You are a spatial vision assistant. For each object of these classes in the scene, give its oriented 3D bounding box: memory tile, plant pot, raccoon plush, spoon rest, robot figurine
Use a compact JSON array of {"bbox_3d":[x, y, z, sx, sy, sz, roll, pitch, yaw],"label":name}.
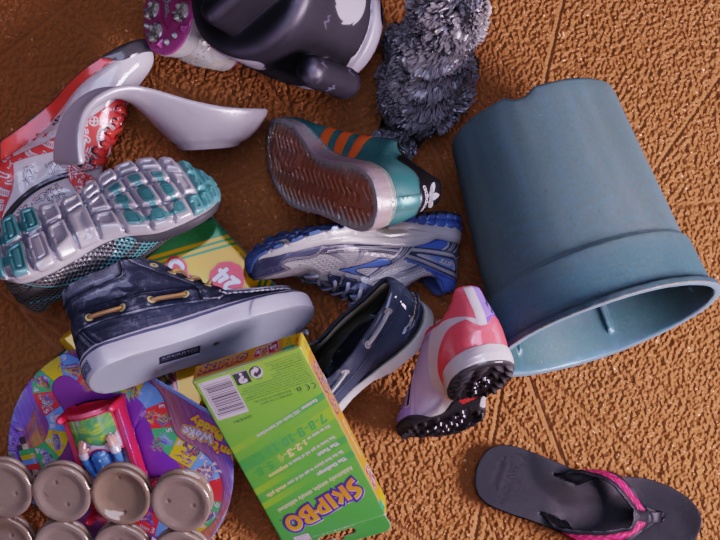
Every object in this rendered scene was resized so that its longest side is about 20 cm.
[{"bbox_3d":[-0.216,0.224,1.262,0.197,0.017,0.155,3,110,7],"label":"memory tile"},{"bbox_3d":[0.173,-0.039,1.295,0.198,0.201,0.198,-15,72,-5],"label":"plant pot"},{"bbox_3d":[0.061,-0.156,1.323,0.095,0.134,0.203,8,75,-4],"label":"raccoon plush"},{"bbox_3d":[-0.165,-0.128,1.300,0.199,0.099,0.062,-13,102,-43],"label":"spoon rest"},{"bbox_3d":[-0.061,-0.225,1.304,0.123,0.199,0.152,7,85,31],"label":"robot figurine"}]

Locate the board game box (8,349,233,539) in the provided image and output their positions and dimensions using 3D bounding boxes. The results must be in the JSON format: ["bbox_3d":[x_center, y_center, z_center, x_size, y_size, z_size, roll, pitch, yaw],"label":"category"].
[{"bbox_3d":[-0.202,0.160,1.272,0.199,0.039,0.159,30,108,3],"label":"board game box"}]

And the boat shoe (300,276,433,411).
[{"bbox_3d":[-0.029,0.083,1.287,0.199,0.075,0.062,-38,125,16],"label":"boat shoe"}]

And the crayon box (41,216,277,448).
[{"bbox_3d":[-0.163,0.061,1.322,0.127,0.051,0.200,45,81,5],"label":"crayon box"}]

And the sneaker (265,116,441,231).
[{"bbox_3d":[-0.009,-0.082,1.312,0.079,0.200,0.072,-8,115,-32],"label":"sneaker"}]

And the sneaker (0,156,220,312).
[{"bbox_3d":[-0.210,-0.027,1.290,0.198,0.092,0.078,-20,57,-10],"label":"sneaker"}]

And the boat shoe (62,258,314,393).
[{"bbox_3d":[-0.141,0.027,1.266,0.198,0.071,0.092,-14,61,-20],"label":"boat shoe"}]

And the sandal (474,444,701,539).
[{"bbox_3d":[0.193,0.200,1.317,0.197,0.045,0.076,16,79,0],"label":"sandal"}]

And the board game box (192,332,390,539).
[{"bbox_3d":[-0.052,0.147,1.265,0.094,0.030,0.202,-18,118,13],"label":"board game box"}]

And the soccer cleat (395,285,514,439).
[{"bbox_3d":[0.072,0.082,1.262,0.067,0.200,0.074,-6,67,-16],"label":"soccer cleat"}]

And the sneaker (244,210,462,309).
[{"bbox_3d":[0.000,0.000,1.316,0.197,0.077,0.086,-7,93,-20],"label":"sneaker"}]

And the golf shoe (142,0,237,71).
[{"bbox_3d":[-0.143,-0.263,1.379,0.091,0.075,0.202,25,55,-41],"label":"golf shoe"}]

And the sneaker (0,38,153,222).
[{"bbox_3d":[-0.233,-0.100,1.341,0.201,0.067,0.108,-40,85,-5],"label":"sneaker"}]
